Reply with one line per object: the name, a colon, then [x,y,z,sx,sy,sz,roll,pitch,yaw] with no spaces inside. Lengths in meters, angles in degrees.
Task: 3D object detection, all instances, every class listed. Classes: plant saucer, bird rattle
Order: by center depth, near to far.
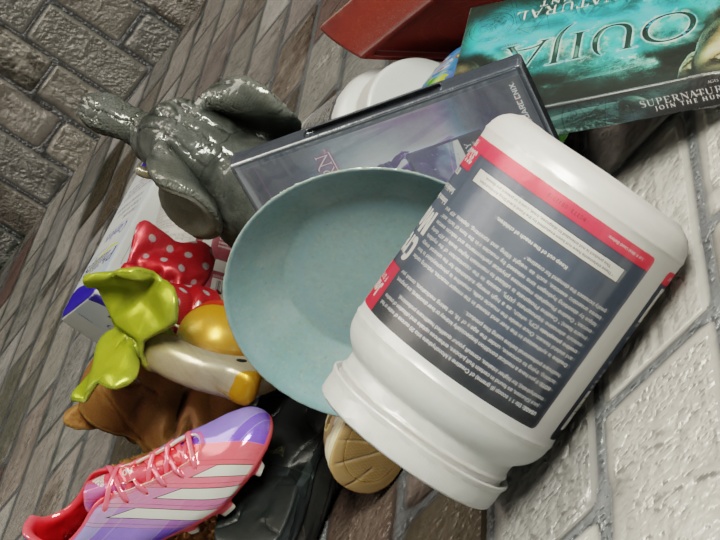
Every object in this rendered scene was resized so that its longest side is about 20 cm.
plant saucer: [0.012,0.010,1.183,0.201,0.201,0.039,-47,20,30]
bird rattle: [-0.127,0.048,1.346,0.200,0.163,0.113,-33,-33,-75]
plant saucer: [0.100,-0.208,1.433,0.200,0.199,0.037,-31,64,57]

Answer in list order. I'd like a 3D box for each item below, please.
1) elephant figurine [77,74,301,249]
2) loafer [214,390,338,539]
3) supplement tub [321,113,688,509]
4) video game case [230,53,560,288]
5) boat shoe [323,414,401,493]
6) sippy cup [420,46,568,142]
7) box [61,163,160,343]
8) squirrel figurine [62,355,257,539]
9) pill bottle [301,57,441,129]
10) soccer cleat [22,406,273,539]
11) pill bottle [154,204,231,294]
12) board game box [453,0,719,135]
elephant figurine: [-0.105,-0.074,1.326,0.155,0.200,0.142,-42,19,31]
loafer: [-0.046,0.142,1.339,0.073,0.072,0.200,8,54,28]
supplement tub: [0.083,0.023,1.065,0.200,0.140,0.140,-55,16,6]
video game case: [0.036,-0.048,1.176,0.200,0.143,0.019,-18,34,17]
boat shoe: [0.030,0.056,1.274,0.200,0.074,0.069,-57,22,1]
sippy cup: [0.082,-0.090,1.302,0.178,0.140,0.130,5,45,22]
box: [-0.149,0.002,1.702,0.105,0.184,0.200,-27,33,57]
squirrel figurine: [-0.138,0.143,1.395,0.142,0.187,0.200,-38,25,48]
pill bottle: [0.015,-0.106,1.533,0.113,0.113,0.200,-62,12,-19]
soccer cleat: [-0.149,0.155,1.290,0.200,0.076,0.067,-38,31,18]
pill bottle: [-0.127,-0.030,1.597,0.110,0.109,0.200,-28,46,59]
board game box: [0.158,-0.142,1.183,0.200,0.028,0.135,-10,39,23]
